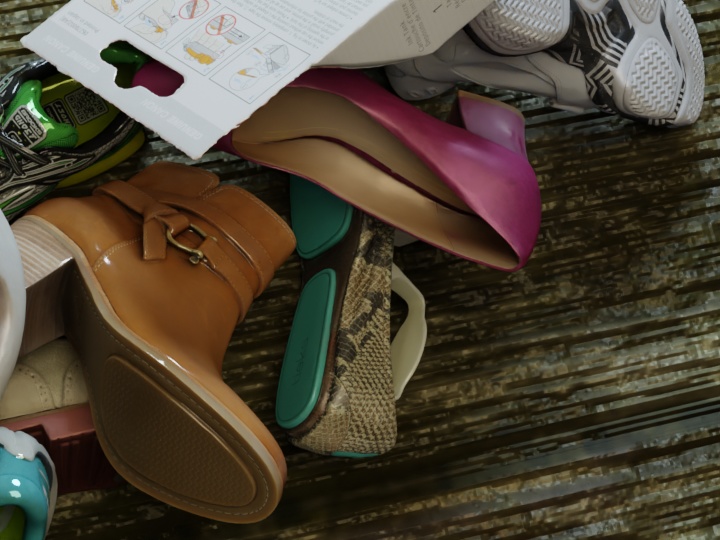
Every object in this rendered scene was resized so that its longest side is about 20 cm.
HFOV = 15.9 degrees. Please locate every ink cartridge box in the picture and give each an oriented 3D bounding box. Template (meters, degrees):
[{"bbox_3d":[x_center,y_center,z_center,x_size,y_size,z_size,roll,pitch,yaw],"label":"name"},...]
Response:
[{"bbox_3d":[-0.038,-0.128,1.217,0.200,0.161,0.050,-42,133,-14],"label":"ink cartridge box"}]

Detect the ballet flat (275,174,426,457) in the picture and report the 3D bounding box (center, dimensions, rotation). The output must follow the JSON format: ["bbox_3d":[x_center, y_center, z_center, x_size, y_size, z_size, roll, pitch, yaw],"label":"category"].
[{"bbox_3d":[0.000,0.000,1.288,0.075,0.068,0.200,16,65,-30],"label":"ballet flat"}]

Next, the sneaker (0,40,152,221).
[{"bbox_3d":[-0.183,-0.058,1.247,0.200,0.085,0.078,-37,87,-17],"label":"sneaker"}]

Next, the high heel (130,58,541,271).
[{"bbox_3d":[-0.011,-0.054,1.217,0.199,0.068,0.096,6,44,-7],"label":"high heel"}]

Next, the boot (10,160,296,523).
[{"bbox_3d":[-0.077,0.022,1.216,0.200,0.074,0.155,38,41,18],"label":"boot"}]

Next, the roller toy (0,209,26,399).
[{"bbox_3d":[-0.250,0.008,1.123,0.200,0.140,0.183,-29,62,8],"label":"roller toy"}]

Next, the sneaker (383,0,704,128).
[{"bbox_3d":[0.086,-0.121,1.332,0.200,0.115,0.075,21,70,-43],"label":"sneaker"}]

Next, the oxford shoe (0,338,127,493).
[{"bbox_3d":[-0.192,0.068,1.236,0.199,0.071,0.075,-2,55,-15],"label":"oxford shoe"}]

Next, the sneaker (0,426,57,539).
[{"bbox_3d":[-0.191,0.168,1.175,0.077,0.080,0.200,16,101,-17],"label":"sneaker"}]
